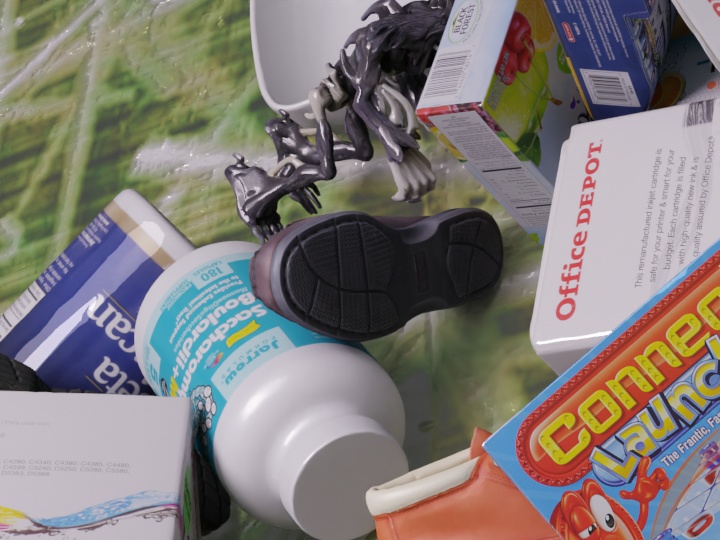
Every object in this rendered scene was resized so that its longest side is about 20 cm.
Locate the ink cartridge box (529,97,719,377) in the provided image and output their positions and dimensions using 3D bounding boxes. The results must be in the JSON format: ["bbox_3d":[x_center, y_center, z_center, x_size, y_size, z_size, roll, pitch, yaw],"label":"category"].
[{"bbox_3d":[0.202,-0.013,1.434,0.200,0.084,0.146,-10,54,33],"label":"ink cartridge box"}]

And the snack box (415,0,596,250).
[{"bbox_3d":[0.115,-0.131,1.565,0.053,0.142,0.200,-4,55,38],"label":"snack box"}]

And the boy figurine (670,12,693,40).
[{"bbox_3d":[0.238,-0.197,1.583,0.200,0.064,0.124,-41,44,-1],"label":"boy figurine"}]

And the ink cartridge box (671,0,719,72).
[{"bbox_3d":[0.259,-0.169,1.381,0.200,0.144,0.084,-7,52,33],"label":"ink cartridge box"}]

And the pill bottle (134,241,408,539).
[{"bbox_3d":[-0.045,0.071,1.540,0.111,0.111,0.200,-44,37,0],"label":"pill bottle"}]

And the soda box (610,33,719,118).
[{"bbox_3d":[0.237,-0.099,1.499,0.200,0.064,0.068,-13,50,30],"label":"soda box"}]

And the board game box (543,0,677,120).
[{"bbox_3d":[0.152,-0.217,1.476,0.062,0.200,0.200,6,59,25],"label":"board game box"}]

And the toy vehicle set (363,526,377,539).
[{"bbox_3d":[0.008,0.216,1.446,0.200,0.027,0.124,-50,40,-7],"label":"toy vehicle set"}]

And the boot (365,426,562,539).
[{"bbox_3d":[0.102,0.119,1.364,0.200,0.107,0.075,-20,-1,0],"label":"boot"}]

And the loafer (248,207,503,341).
[{"bbox_3d":[0.000,0.000,1.530,0.063,0.200,0.072,1,96,39],"label":"loafer"}]

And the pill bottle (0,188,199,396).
[{"bbox_3d":[-0.169,0.057,1.661,0.200,0.111,0.111,-47,40,-1],"label":"pill bottle"}]

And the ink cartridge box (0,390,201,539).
[{"bbox_3d":[-0.166,0.183,1.470,0.146,0.147,0.200,1,43,2],"label":"ink cartridge box"}]

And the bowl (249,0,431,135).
[{"bbox_3d":[0.031,-0.178,1.727,0.200,0.075,0.200,-25,45,21],"label":"bowl"}]

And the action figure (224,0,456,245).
[{"bbox_3d":[0.016,-0.093,1.593,0.200,0.102,0.119,-41,2,35],"label":"action figure"}]

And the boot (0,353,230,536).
[{"bbox_3d":[-0.187,0.130,1.597,0.131,0.200,0.068,-56,17,29],"label":"boot"}]

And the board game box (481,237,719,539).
[{"bbox_3d":[0.195,0.093,1.292,0.200,0.056,0.196,-42,80,3],"label":"board game box"}]
